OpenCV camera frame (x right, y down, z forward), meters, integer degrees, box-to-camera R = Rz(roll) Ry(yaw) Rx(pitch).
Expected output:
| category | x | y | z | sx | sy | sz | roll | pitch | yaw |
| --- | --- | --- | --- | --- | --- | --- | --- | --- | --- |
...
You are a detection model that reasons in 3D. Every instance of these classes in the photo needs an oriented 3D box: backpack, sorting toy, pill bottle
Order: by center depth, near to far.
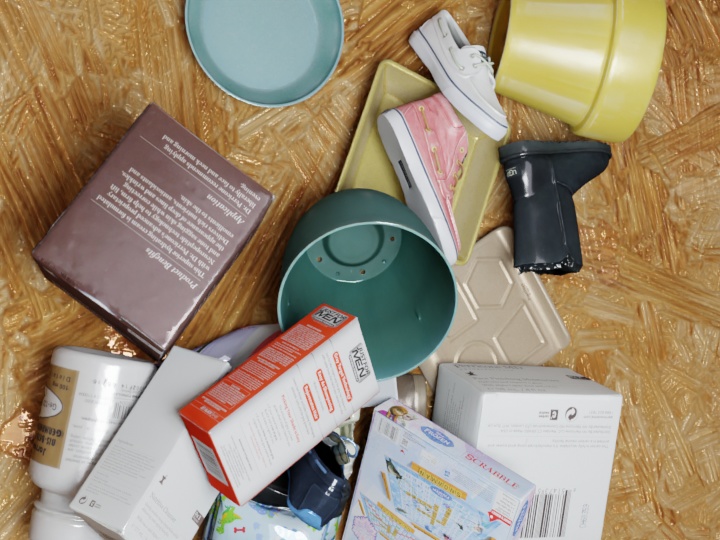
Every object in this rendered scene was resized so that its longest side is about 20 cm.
| category | x | y | z | sx | sy | sz | roll | pitch | yaw |
| --- | --- | --- | --- | --- | --- | --- | --- | --- | --- |
| pill bottle | -0.291 | 0.189 | 1.067 | 0.113 | 0.114 | 0.203 | 12 | 85 | -20 |
| backpack | -0.113 | 0.321 | 1.118 | 0.161 | 0.154 | 0.202 | 20 | 107 | -6 |
| sorting toy | 0.154 | 0.070 | 1.293 | 0.199 | 0.036 | 0.187 | -32 | 99 | -15 |

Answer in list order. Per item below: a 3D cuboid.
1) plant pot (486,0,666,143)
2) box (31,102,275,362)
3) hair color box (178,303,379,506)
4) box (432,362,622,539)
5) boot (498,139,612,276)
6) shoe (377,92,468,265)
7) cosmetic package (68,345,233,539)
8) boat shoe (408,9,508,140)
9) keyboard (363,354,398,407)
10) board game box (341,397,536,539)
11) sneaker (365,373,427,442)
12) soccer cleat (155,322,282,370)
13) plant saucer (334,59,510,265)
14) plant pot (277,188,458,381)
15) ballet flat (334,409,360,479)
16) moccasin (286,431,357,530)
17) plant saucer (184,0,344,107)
| category | x | y | z | sx | sy | sz | roll | pitch | yaw |
| --- | --- | --- | --- | --- | --- | --- | --- | --- | --- |
| plant pot | 0.264 | -0.278 | 1.275 | 0.186 | 0.201 | 0.204 | 9 | 84 | -5 |
| box | -0.219 | -0.035 | 1.069 | 0.165 | 0.164 | 0.201 | 37 | 75 | -5 |
| hair color box | -0.078 | 0.134 | 1.022 | 0.199 | 0.061 | 0.103 | -35 | 124 | -29 |
| box | 0.194 | 0.229 | 1.227 | 0.196 | 0.130 | 0.203 | 4 | 98 | -22 |
| boot | 0.261 | -0.079 | 1.295 | 0.198 | 0.076 | 0.171 | -5 | 85 | -40 |
| shoe | 0.098 | -0.112 | 1.206 | 0.090 | 0.071 | 0.203 | -23 | 93 | -17 |
| cosmetic package | -0.195 | 0.194 | 1.034 | 0.201 | 0.080 | 0.113 | -60 | 146 | -26 |
| boat shoe | 0.128 | -0.247 | 1.220 | 0.073 | 0.067 | 0.201 | 12 | 37 | -53 |
| keyboard | -0.056 | 0.138 | 1.169 | 0.197 | 0.011 | 0.057 | -7 | 86 | 6 |
| board game box | 0.082 | 0.280 | 1.133 | 0.041 | 0.199 | 0.202 | -21 | 133 | -50 |
| sneaker | 0.042 | 0.228 | 1.232 | 0.074 | 0.070 | 0.204 | 2 | 83 | -2 |
| soccer cleat | -0.157 | 0.105 | 1.154 | 0.197 | 0.074 | 0.069 | -13 | 128 | -3 |
| plant saucer | 0.073 | -0.132 | 1.261 | 0.198 | 0.048 | 0.203 | 23 | 80 | -19 |
| plant pot | 0.000 | 0.000 | 1.144 | 0.197 | 0.162 | 0.203 | -3 | 119 | -6 |
| ballet flat | -0.030 | 0.187 | 1.189 | 0.071 | 0.072 | 0.204 | 5 | 85 | -21 |
| moccasin | -0.037 | 0.205 | 1.073 | 0.080 | 0.200 | 0.069 | 34 | 101 | -18 |
| plant saucer | -0.117 | -0.294 | 1.201 | 0.197 | 0.036 | 0.204 | 1 | 87 | -22 |
